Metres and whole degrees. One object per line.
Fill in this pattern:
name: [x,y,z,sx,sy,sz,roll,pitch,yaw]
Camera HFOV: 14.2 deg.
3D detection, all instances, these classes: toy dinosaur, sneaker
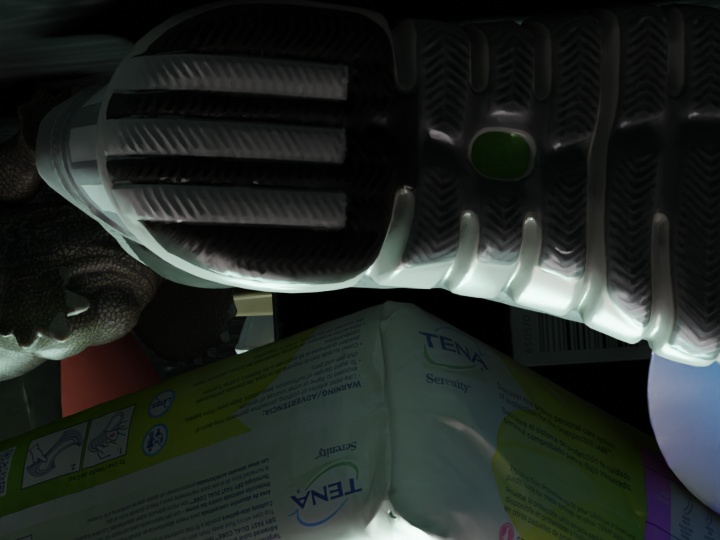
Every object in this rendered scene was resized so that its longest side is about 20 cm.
toy dinosaur: [-0.105,0.002,0.711,0.199,0.077,0.102,-11,161,-4]
sneaker: [0.022,-0.023,0.638,0.199,0.076,0.115,9,176,-26]

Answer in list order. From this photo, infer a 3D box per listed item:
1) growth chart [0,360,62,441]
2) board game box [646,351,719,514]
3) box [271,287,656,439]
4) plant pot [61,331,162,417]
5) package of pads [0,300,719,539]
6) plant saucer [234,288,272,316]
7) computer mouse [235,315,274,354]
growth chart: [-0.143,0.062,0.833,0.144,0.201,0.018,-9,146,11]
board game box: [0.166,-0.001,0.751,0.199,0.039,0.158,-13,140,-2]
box: [0.080,0.011,0.899,0.199,0.105,0.182,-4,178,5]
plant pot: [-0.134,0.090,0.957,0.199,0.178,0.201,-14,-152,8]
package of pads: [0.013,0.085,0.785,0.154,0.069,0.200,-21,147,33]
plant saucer: [0.000,0.000,1.256,0.199,0.030,0.200,-5,176,0]
computer mouse: [-0.002,0.016,1.443,0.109,0.044,0.200,0,-176,18]
